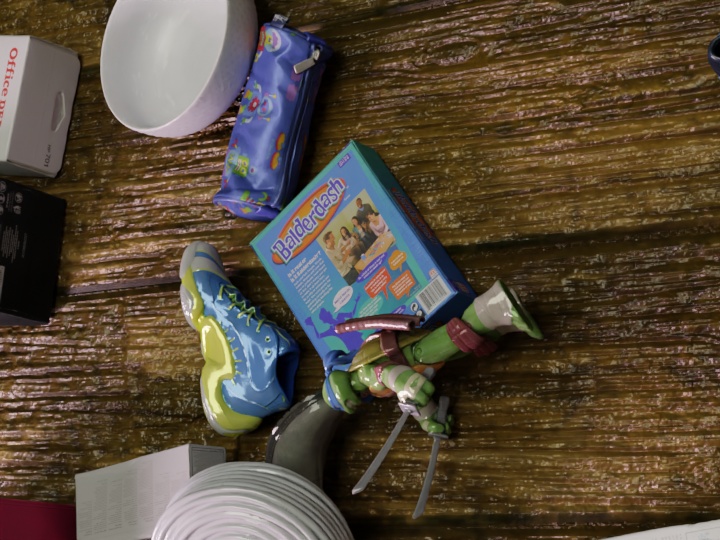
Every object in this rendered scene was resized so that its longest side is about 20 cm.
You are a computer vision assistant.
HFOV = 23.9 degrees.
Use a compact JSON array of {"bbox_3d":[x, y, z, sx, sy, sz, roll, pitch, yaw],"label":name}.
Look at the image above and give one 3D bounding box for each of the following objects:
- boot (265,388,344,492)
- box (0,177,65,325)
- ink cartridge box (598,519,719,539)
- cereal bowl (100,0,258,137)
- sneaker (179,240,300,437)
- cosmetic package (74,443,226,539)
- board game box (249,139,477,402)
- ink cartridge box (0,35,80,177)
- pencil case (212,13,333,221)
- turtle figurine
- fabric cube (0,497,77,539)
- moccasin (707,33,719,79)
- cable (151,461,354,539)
[{"bbox_3d":[-0.039,0.214,1.578,0.131,0.068,0.200,47,122,28],"label":"boot"},{"bbox_3d":[-0.445,-0.019,1.870,0.200,0.124,0.149,-1,77,35],"label":"box"},{"bbox_3d":[0.257,0.291,1.382,0.200,0.047,0.160,-15,71,25],"label":"ink cartridge box"},{"bbox_3d":[-0.175,-0.229,1.752,0.200,0.083,0.201,-15,67,39],"label":"cereal bowl"},{"bbox_3d":[-0.111,0.058,1.669,0.105,0.076,0.200,-16,78,17],"label":"sneaker"},{"bbox_3d":[-0.207,0.228,1.672,0.200,0.051,0.083,-19,67,46],"label":"cosmetic package"},{"bbox_3d":[0.000,0.000,1.614,0.152,0.045,0.200,-44,60,19],"label":"board game box"},{"bbox_3d":[-0.426,-0.187,1.920,0.200,0.086,0.147,5,82,36],"label":"ink cartridge box"},{"bbox_3d":[-0.083,-0.147,1.682,0.087,0.078,0.200,14,88,58],"label":"pencil case"},{"bbox_3d":[0.074,0.107,1.483,0.194,0.144,0.200,-34,42,9],"label":"turtle figurine"},{"bbox_3d":[-0.399,0.357,1.712,0.200,0.196,0.200,-27,67,25],"label":"fabric cube"},{"bbox_3d":[0.379,-0.201,1.389,0.200,0.068,0.081,-30,64,25],"label":"moccasin"},{"bbox_3d":[-0.096,0.271,1.530,0.200,0.069,0.200,6,111,18],"label":"cable"}]
